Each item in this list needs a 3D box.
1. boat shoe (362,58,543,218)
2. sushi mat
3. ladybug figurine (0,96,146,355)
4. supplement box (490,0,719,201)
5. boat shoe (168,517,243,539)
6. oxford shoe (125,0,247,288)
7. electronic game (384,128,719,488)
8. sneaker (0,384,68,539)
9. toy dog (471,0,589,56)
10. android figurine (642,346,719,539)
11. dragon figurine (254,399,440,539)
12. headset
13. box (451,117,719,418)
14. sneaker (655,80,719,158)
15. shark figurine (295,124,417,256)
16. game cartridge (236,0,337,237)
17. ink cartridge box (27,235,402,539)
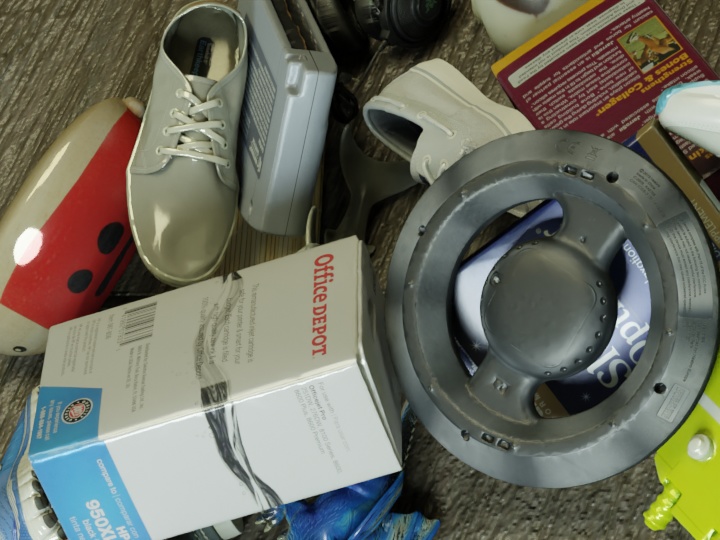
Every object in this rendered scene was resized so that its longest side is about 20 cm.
[{"bbox_3d":[0.062,-0.074,1.728,0.068,0.072,0.200,-29,39,-12],"label":"boat shoe"},{"bbox_3d":[-0.070,-0.030,1.870,0.096,0.012,0.200,-18,44,21],"label":"sushi mat"},{"bbox_3d":[-0.192,-0.024,1.864,0.072,0.136,0.200,33,101,10],"label":"ladybug figurine"},{"bbox_3d":[0.176,-0.077,1.691,0.110,0.086,0.200,-34,40,3],"label":"supplement box"},{"bbox_3d":[-0.129,0.098,1.745,0.062,0.073,0.200,-27,46,4],"label":"boat shoe"},{"bbox_3d":[-0.110,-0.088,1.806,0.075,0.058,0.200,9,74,-8],"label":"oxford shoe"},{"bbox_3d":[0.105,0.021,1.545,0.200,0.042,0.200,-1,88,26],"label":"electronic game"},{"bbox_3d":[-0.208,0.139,1.729,0.089,0.079,0.200,-39,13,14],"label":"sneaker"},{"bbox_3d":[0.093,-0.231,1.805,0.139,0.200,0.194,-6,48,30],"label":"toy dog"},{"bbox_3d":[0.233,0.078,1.501,0.200,0.041,0.182,-49,48,11],"label":"android figurine"},{"bbox_3d":[0.005,0.143,1.621,0.200,0.059,0.099,-44,42,-10],"label":"dragon figurine"},{"bbox_3d":[-0.004,-0.188,1.911,0.123,0.094,0.200,-12,50,26],"label":"headset"},{"bbox_3d":[0.125,0.020,1.592,0.200,0.121,0.032,-37,5,17],"label":"box"},{"bbox_3d":[0.255,-0.049,1.551,0.200,0.077,0.081,22,89,1],"label":"sneaker"},{"bbox_3d":[0.002,0.004,1.762,0.089,0.128,0.215,16,28,7],"label":"shark figurine"},{"bbox_3d":[-0.057,-0.106,1.822,0.041,0.133,0.200,2,26,-13],"label":"game cartridge"},{"bbox_3d":[-0.080,0.072,1.604,0.200,0.084,0.145,-17,29,10],"label":"ink cartridge box"}]
